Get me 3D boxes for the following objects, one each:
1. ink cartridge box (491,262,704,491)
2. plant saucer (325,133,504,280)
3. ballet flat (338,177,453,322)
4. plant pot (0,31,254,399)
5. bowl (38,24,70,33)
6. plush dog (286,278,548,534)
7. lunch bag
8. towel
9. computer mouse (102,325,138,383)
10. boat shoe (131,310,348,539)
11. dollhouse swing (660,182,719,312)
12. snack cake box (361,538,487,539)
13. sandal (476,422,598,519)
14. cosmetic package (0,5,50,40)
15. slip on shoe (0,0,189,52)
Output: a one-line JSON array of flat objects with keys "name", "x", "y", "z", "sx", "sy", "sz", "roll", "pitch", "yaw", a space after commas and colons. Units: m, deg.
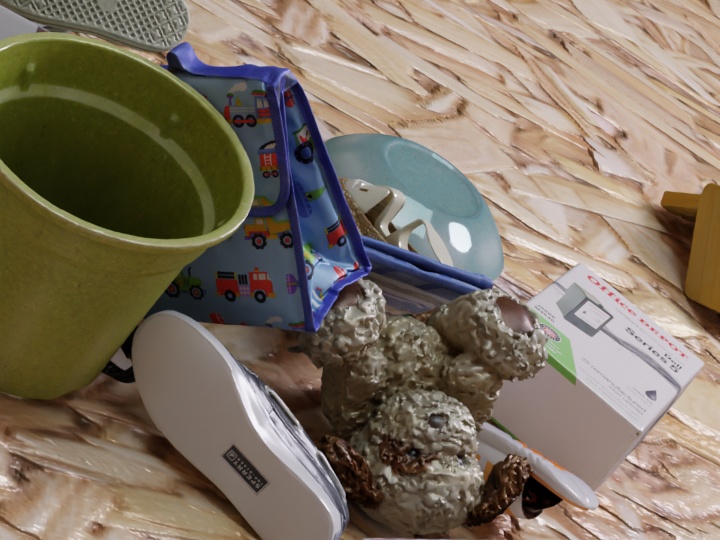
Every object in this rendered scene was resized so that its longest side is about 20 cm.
[{"name": "ink cartridge box", "x": 0.186, "y": 0.087, "z": 1.959, "sx": 0.145, "sy": 0.084, "sz": 0.200, "roll": 40, "pitch": 26, "yaw": 9}, {"name": "plant saucer", "x": 0.056, "y": -0.069, "z": 2.119, "sx": 0.201, "sy": 0.039, "sz": 0.201, "roll": 28, "pitch": 27, "yaw": -16}, {"name": "ballet flat", "x": 0.026, "y": -0.030, "z": 1.979, "sx": 0.200, "sy": 0.065, "sz": 0.070, "roll": 48, "pitch": 17, "yaw": 23}, {"name": "plant pot", "x": -0.198, "y": -0.022, "z": 1.536, "sx": 0.200, "sy": 0.184, "sz": 0.201, "roll": 21, "pitch": 36, "yaw": -16}, {"name": "bowl", "x": -0.322, "y": -0.243, "z": 1.905, "sx": 0.200, "sy": 0.075, "sz": 0.200, "roll": 38, "pitch": 25, "yaw": 2}, {"name": "plush dog", "x": 0.032, "y": 0.113, "z": 1.702, "sx": 0.199, "sy": 0.161, "sz": 0.172, "roll": 8, "pitch": 53, "yaw": -21}, {"name": "lunch bag", "x": -0.096, "y": -0.068, "z": 1.622, "sx": 0.150, "sy": 0.200, "sz": 0.094, "roll": 3, "pitch": 32, "yaw": 30}, {"name": "towel", "x": 0.000, "y": 0.000, "z": 1.802, "sx": 0.147, "sy": 0.024, "sz": 0.200, "roll": 19, "pitch": -12, "yaw": -21}, {"name": "computer mouse", "x": -0.187, "y": 0.010, "z": 1.670, "sx": 0.034, "sy": 0.059, "sz": 0.200, "roll": 41, "pitch": 17, "yaw": -48}, {"name": "boat shoe", "x": -0.078, "y": 0.107, "z": 1.598, "sx": 0.200, "sy": 0.072, "sz": 0.068, "roll": 49, "pitch": 21, "yaw": 1}, {"name": "dollhouse swing", "x": 0.404, "y": 0.013, "z": 2.416, "sx": 0.200, "sy": 0.176, "sz": 0.182, "roll": 22, "pitch": 70, "yaw": -28}, {"name": "snack cake box", "x": 0.080, "y": 0.245, "z": 1.579, "sx": 0.200, "sy": 0.067, "sz": 0.115, "roll": 8, "pitch": 39, "yaw": -44}, {"name": "sandal", "x": 0.095, "y": 0.149, "z": 1.784, "sx": 0.206, "sy": 0.059, "sz": 0.079, "roll": 30, "pitch": 0, "yaw": 40}, {"name": "cosmetic package", "x": -0.259, "y": -0.127, "z": 1.634, "sx": 0.200, "sy": 0.102, "sz": 0.074, "roll": 26, "pitch": -14, "yaw": -32}, {"name": "slip on shoe", "x": -0.232, "y": -0.223, "z": 1.839, "sx": 0.200, "sy": 0.074, "sz": 0.061, "roll": 20, "pitch": -3, "yaw": -23}]
